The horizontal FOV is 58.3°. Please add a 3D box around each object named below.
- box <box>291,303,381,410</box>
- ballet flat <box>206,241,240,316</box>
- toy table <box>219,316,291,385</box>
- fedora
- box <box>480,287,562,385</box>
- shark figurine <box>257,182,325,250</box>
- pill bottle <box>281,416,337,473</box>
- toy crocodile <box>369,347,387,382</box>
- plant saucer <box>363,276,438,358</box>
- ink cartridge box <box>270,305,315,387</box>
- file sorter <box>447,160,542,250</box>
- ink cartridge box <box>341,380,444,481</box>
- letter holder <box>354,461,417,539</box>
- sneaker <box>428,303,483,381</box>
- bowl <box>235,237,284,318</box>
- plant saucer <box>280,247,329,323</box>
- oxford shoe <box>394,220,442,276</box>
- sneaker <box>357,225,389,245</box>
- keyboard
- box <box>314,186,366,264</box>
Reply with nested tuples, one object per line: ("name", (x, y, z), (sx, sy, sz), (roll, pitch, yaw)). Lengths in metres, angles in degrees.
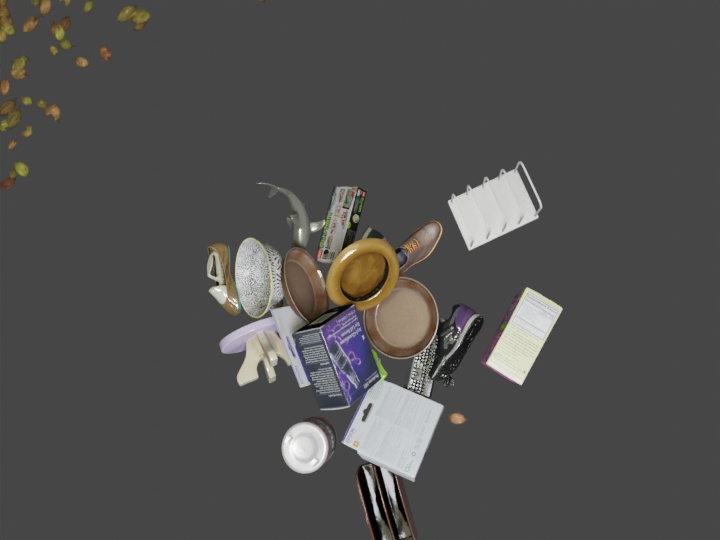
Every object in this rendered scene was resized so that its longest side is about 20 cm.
("box", (-0.055, 0.208, 1.549), (0.103, 0.147, 0.204), (-15, 101, 39))
("ballet flat", (-0.370, 0.023, 1.707), (0.067, 0.071, 0.206), (-17, 80, 40))
("toy table", (-0.244, 0.205, 1.634), (0.196, 0.185, 0.119), (-24, 69, -8))
("fedora", (0.000, 0.000, 1.600), (0.195, 0.082, 0.205), (-9, 120, -15))
("box", (0.381, 0.158, 1.551), (0.095, 0.176, 0.203), (30, 88, 9))
("shark figurine", (-0.180, -0.153, 1.691), (0.126, 0.089, 0.219), (-26, 85, 19))
("pill bottle", (-0.117, 0.418, 1.572), (0.111, 0.200, 0.117), (-1, 83, 7))
("toy crocodile", (-0.006, 0.204, 1.648), (0.199, 0.061, 0.068), (42, 131, 17))
("plant saucer", (0.105, 0.120, 1.642), (0.195, 0.037, 0.207), (-1, 87, 18))
("ink cartridge box", (-0.145, 0.182, 1.605), (0.043, 0.199, 0.202), (-26, 81, 26))
("file sorter", (0.336, -0.164, 1.620), (0.196, 0.125, 0.142), (-25, 81, 4))
("ink cartridge box", (0.081, 0.384, 1.585), (0.196, 0.041, 0.202), (21, 58, 17))
("letter holder", (0.062, 0.570, 1.562), (0.098, 0.142, 0.205), (-17, 82, 5))
("sneaker", (0.222, 0.178, 1.616), (0.087, 0.075, 0.202), (36, 95, 37))
("bowl", (-0.240, 0.015, 1.668), (0.092, 0.199, 0.206), (-5, 80, -36))
("plant saucer", (-0.146, 0.044, 1.628), (0.036, 0.199, 0.205), (-21, 81, 24))
("oxford shoe", (0.135, -0.052, 1.657), (0.200, 0.073, 0.071), (-45, 80, 0))
("sneaker", (0.005, -0.008, 1.673), (0.081, 0.070, 0.204), (27, 94, -3))
("keyboard", (0.188, 0.223, 1.648), (0.124, 0.021, 0.206), (12, 86, 8))
("box", (-0.052, -0.116, 1.675), (0.109, 0.034, 0.205), (10, 84, 52))
